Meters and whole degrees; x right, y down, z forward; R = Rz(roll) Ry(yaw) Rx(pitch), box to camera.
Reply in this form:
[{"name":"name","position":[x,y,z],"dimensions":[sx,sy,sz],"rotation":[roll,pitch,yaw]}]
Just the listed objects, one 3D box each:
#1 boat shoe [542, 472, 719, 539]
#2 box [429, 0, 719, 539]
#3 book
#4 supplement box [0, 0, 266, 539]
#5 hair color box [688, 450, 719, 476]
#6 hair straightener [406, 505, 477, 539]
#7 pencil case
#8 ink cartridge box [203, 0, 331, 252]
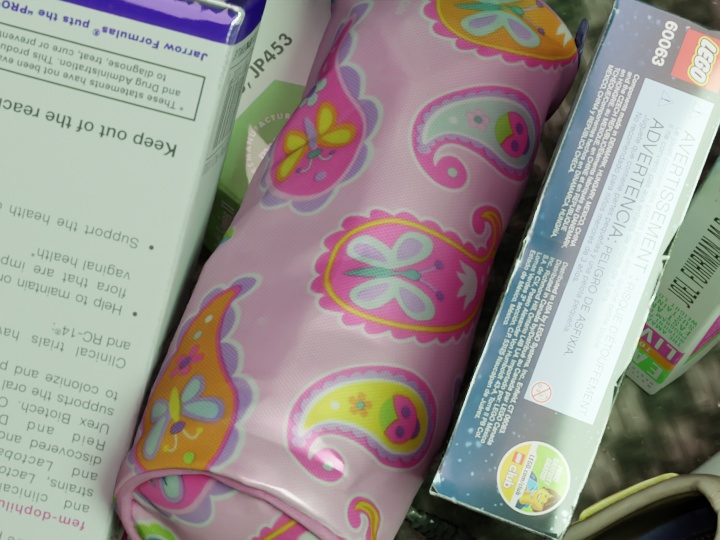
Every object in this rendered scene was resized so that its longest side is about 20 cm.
[{"name":"boat shoe","position":[0.038,0.122,0.788],"dimensions":[0.200,0.060,0.072],"rotation":[-33,48,18]},{"name":"box","position":[0.062,0.004,0.795],"dimensions":[0.038,0.200,0.137],"rotation":[20,89,3]},{"name":"book","position":[0.141,-0.040,0.851],"dimensions":[0.048,0.200,0.134],"rotation":[40,73,7]},{"name":"supplement box","position":[-0.102,0.002,0.825],"dimensions":[0.103,0.101,0.201],"rotation":[14,101,0]},{"name":"hair color box","position":[0.151,0.088,0.805],"dimensions":[0.061,0.200,0.102],"rotation":[7,55,-36]},{"name":"hair straightener","position":[0.052,0.164,0.859],"dimensions":[0.077,0.041,0.200],"rotation":[-29,81,-13]},{"name":"pencil case","position":[0.000,0.000,0.806],"dimensions":[0.087,0.087,0.200],"rotation":[21,61,2]},{"name":"ink cartridge box","position":[-0.064,-0.103,0.922],"dimensions":[0.200,0.067,0.117],"rotation":[40,73,8]}]
